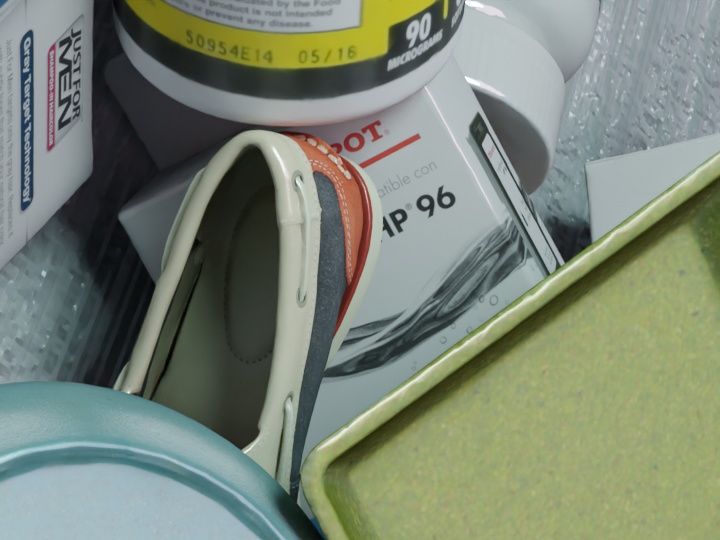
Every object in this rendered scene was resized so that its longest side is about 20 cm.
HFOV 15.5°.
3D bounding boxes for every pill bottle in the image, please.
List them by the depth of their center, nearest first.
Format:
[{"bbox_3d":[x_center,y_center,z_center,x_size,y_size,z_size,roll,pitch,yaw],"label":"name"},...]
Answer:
[{"bbox_3d":[-0.020,-0.152,0.771,0.201,0.114,0.114,92,23,-43],"label":"pill bottle"},{"bbox_3d":[0.040,-0.129,0.990,0.109,0.109,0.201,33,54,-33],"label":"pill bottle"}]

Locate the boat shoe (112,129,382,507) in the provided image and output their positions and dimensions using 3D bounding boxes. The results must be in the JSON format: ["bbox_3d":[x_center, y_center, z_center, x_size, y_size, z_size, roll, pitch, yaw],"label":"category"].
[{"bbox_3d":[-0.047,0.053,0.810,0.063,0.071,0.201,13,96,-70],"label":"boat shoe"}]

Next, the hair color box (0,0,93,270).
[{"bbox_3d":[-0.150,-0.021,0.752,0.200,0.060,0.100,-52,157,-44],"label":"hair color box"}]

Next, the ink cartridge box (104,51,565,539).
[{"bbox_3d":[0.000,0.000,0.883,0.200,0.116,0.068,61,14,-9],"label":"ink cartridge box"}]

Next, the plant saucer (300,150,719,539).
[{"bbox_3d":[0.084,0.083,0.825,0.199,0.048,0.201,-35,113,-23],"label":"plant saucer"}]

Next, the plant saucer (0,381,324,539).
[{"bbox_3d":[-0.073,0.126,0.714,0.199,0.027,0.201,9,71,-28],"label":"plant saucer"}]

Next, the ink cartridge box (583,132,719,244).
[{"bbox_3d":[0.143,0.021,1.050,0.115,0.068,0.201,31,52,-59],"label":"ink cartridge box"}]
